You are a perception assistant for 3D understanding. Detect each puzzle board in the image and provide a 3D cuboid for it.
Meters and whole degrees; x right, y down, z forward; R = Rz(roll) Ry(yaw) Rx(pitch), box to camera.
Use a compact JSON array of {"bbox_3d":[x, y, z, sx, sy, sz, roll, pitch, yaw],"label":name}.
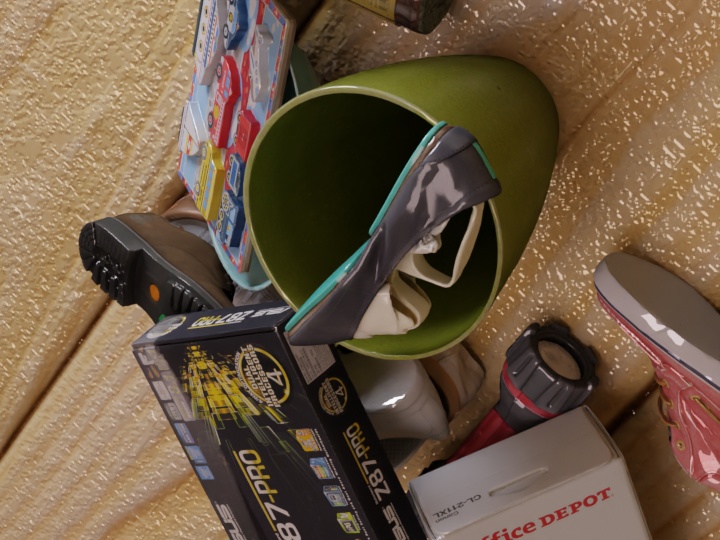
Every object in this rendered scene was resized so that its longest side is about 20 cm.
[{"bbox_3d":[-0.096,-0.122,1.610,0.151,0.017,0.201,-126,41,-50],"label":"puzzle board"}]

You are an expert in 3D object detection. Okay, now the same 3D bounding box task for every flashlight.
[{"bbox_3d":[0.096,0.125,1.645,0.067,0.068,0.200,23,126,-22],"label":"flashlight"}]

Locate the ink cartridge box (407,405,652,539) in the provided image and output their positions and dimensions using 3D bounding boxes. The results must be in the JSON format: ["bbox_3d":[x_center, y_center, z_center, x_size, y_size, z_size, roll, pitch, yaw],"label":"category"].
[{"bbox_3d":[0.137,0.217,1.596,0.145,0.083,0.201,-23,119,-3],"label":"ink cartridge box"}]

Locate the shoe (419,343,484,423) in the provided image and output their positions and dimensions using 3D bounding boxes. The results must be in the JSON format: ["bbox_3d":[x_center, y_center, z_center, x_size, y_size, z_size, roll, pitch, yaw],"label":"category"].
[{"bbox_3d":[0.013,0.028,1.667,0.200,0.053,0.070,48,149,6],"label":"shoe"}]

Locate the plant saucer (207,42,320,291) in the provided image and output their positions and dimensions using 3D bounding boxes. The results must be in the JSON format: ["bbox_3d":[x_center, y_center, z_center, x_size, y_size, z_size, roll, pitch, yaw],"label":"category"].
[{"bbox_3d":[-0.065,-0.086,1.609,0.200,0.036,0.201,178,90,-66],"label":"plant saucer"}]

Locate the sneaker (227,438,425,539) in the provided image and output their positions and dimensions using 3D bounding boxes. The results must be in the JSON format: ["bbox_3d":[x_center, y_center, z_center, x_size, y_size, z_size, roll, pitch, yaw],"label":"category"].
[{"bbox_3d":[-0.016,0.149,1.734,0.200,0.080,0.071,-39,76,19],"label":"sneaker"}]

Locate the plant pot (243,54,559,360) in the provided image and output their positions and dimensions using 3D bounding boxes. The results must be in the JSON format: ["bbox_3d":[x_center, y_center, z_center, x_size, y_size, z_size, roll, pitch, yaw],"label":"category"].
[{"bbox_3d":[0.051,-0.069,1.495,0.186,0.200,0.188,14,120,24],"label":"plant pot"}]

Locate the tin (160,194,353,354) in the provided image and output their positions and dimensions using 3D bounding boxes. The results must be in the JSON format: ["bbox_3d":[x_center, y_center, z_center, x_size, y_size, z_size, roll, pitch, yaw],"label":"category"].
[{"bbox_3d":[-0.086,0.028,1.731,0.200,0.042,0.112,46,124,4],"label":"tin"}]

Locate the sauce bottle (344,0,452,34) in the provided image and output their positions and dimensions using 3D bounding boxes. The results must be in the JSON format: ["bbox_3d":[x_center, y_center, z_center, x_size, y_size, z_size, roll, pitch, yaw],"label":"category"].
[{"bbox_3d":[-0.028,-0.230,1.547,0.199,0.065,0.065,28,125,16],"label":"sauce bottle"}]

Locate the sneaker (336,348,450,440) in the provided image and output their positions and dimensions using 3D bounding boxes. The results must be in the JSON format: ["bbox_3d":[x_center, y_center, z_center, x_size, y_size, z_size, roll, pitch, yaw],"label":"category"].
[{"bbox_3d":[-0.022,0.092,1.661,0.199,0.075,0.089,15,156,39],"label":"sneaker"}]

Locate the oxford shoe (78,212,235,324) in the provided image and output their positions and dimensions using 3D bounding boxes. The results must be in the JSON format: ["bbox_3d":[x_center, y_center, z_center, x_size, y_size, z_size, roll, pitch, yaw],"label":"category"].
[{"bbox_3d":[-0.117,0.018,1.661,0.200,0.084,0.073,45,135,25],"label":"oxford shoe"}]

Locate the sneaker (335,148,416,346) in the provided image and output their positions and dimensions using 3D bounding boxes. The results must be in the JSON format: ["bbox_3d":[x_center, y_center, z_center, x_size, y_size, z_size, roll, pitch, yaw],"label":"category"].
[{"bbox_3d":[0.000,0.000,1.593,0.076,0.075,0.201,25,91,3],"label":"sneaker"}]

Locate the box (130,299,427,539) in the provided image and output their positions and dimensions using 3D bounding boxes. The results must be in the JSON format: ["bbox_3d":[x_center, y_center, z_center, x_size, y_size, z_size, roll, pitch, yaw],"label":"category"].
[{"bbox_3d":[-0.058,0.120,1.577,0.161,0.049,0.201,-6,115,47],"label":"box"}]

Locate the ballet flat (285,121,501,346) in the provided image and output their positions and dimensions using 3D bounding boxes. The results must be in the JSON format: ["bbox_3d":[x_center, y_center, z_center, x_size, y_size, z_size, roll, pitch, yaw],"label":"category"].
[{"bbox_3d":[0.024,-0.003,1.376,0.073,0.073,0.200,42,125,6],"label":"ballet flat"}]

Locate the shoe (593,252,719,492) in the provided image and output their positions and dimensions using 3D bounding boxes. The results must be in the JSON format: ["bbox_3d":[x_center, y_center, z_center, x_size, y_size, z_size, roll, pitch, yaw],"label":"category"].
[{"bbox_3d":[0.226,0.080,1.544,0.200,0.071,0.091,38,122,4],"label":"shoe"}]
